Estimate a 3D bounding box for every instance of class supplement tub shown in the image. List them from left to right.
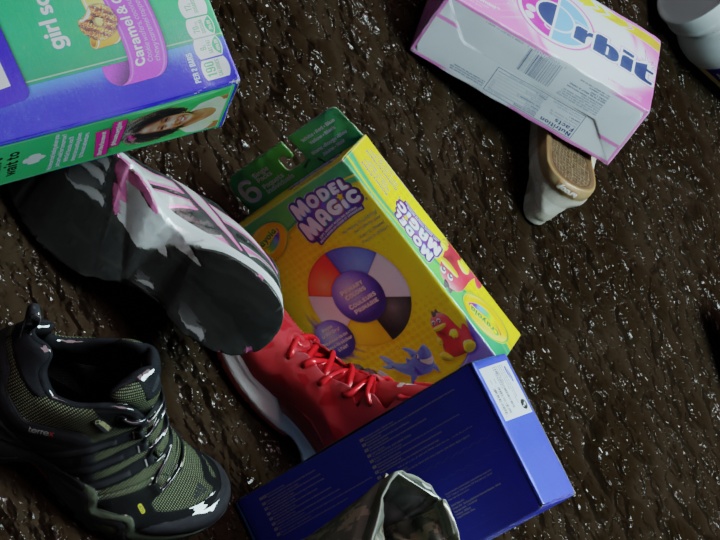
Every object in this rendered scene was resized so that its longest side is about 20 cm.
[{"bbox_3d":[0.393,-0.226,2.272,0.200,0.145,0.146,37,38,-28],"label":"supplement tub"}]

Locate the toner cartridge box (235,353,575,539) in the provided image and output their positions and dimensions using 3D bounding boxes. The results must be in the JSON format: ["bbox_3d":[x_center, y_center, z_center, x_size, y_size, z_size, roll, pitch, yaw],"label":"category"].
[{"bbox_3d":[0.024,0.136,1.429,0.043,0.200,0.095,-9,71,-56],"label":"toner cartridge box"}]

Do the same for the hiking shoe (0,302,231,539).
[{"bbox_3d":[-0.137,0.090,1.347,0.200,0.101,0.076,31,42,-35],"label":"hiking shoe"}]

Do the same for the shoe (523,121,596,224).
[{"bbox_3d":[0.165,-0.107,1.966,0.070,0.053,0.200,28,35,-7],"label":"shoe"}]

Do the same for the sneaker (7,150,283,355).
[{"bbox_3d":[-0.132,-0.027,1.478,0.200,0.080,0.086,42,18,-9],"label":"sneaker"}]

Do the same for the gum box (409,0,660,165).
[{"bbox_3d":[0.149,-0.180,1.929,0.200,0.066,0.114,30,38,-9],"label":"gum box"}]

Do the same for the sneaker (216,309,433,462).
[{"bbox_3d":[-0.005,0.069,1.524,0.200,0.115,0.078,55,33,-4],"label":"sneaker"}]

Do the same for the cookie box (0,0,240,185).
[{"bbox_3d":[-0.195,-0.145,1.398,0.200,0.075,0.171,-17,73,-17],"label":"cookie box"}]

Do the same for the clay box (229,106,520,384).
[{"bbox_3d":[0.000,0.000,1.591,0.200,0.115,0.048,51,34,-9],"label":"clay box"}]

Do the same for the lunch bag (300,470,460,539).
[{"bbox_3d":[-0.015,0.226,1.335,0.118,0.164,0.200,31,41,-26],"label":"lunch bag"}]
